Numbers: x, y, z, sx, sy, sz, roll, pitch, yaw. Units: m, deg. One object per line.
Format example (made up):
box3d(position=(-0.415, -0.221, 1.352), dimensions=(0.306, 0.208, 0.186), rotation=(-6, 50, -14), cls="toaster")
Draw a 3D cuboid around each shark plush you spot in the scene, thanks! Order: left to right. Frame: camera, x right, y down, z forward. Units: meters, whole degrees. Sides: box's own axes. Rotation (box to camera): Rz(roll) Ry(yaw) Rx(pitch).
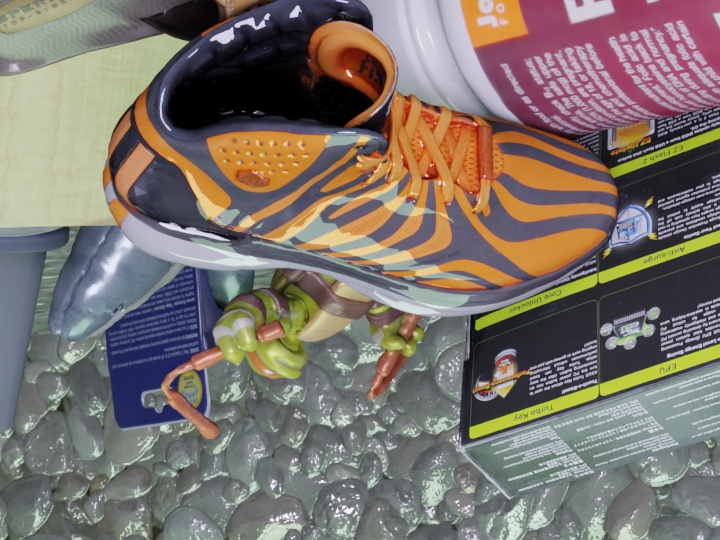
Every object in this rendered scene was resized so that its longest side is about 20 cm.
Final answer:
box3d(position=(-0.067, -0.054, 0.941), dimensions=(0.200, 0.091, 0.083), rotation=(-51, 160, 27), cls="shark plush")

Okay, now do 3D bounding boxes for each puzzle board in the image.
box3d(position=(-0.078, -0.088, 0.845), dimensions=(0.150, 0.017, 0.200), rotation=(-1, 140, -13), cls="puzzle board")

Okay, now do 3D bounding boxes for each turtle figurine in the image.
box3d(position=(0.000, 0.000, 0.984), dimensions=(0.161, 0.065, 0.200), rotation=(-44, 157, 25), cls="turtle figurine")

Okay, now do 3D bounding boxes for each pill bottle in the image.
box3d(position=(0.101, -0.113, 0.834), dimensions=(0.199, 0.115, 0.114), rotation=(-10, 174, 37), cls="pill bottle")

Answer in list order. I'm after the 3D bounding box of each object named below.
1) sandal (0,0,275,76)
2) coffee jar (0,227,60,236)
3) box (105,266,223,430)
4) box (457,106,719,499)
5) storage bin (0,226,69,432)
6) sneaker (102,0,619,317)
box3d(position=(-0.067, -0.108, 0.757), dimensions=(0.199, 0.055, 0.082), rotation=(-20, 141, 18), cls="sandal")
box3d(position=(-0.156, -0.077, 0.995), dimensions=(0.085, 0.105, 0.200), rotation=(-4, 174, -13), cls="coffee jar")
box3d(position=(-0.109, -0.015, 1.207), dimensions=(0.032, 0.201, 0.121), rotation=(-2, 174, -32), cls="box")
box3d(position=(0.135, -0.024, 0.850), dimensions=(0.199, 0.194, 0.048), rotation=(-21, 135, 28), cls="box")
box3d(position=(-0.240, 0.001, 1.191), dimensions=(0.145, 0.135, 0.200), rotation=(-3, -157, -33), cls="storage bin")
box3d(position=(0.014, -0.040, 0.776), dimensions=(0.199, 0.078, 0.112), rotation=(1, 156, -19), cls="sneaker")
